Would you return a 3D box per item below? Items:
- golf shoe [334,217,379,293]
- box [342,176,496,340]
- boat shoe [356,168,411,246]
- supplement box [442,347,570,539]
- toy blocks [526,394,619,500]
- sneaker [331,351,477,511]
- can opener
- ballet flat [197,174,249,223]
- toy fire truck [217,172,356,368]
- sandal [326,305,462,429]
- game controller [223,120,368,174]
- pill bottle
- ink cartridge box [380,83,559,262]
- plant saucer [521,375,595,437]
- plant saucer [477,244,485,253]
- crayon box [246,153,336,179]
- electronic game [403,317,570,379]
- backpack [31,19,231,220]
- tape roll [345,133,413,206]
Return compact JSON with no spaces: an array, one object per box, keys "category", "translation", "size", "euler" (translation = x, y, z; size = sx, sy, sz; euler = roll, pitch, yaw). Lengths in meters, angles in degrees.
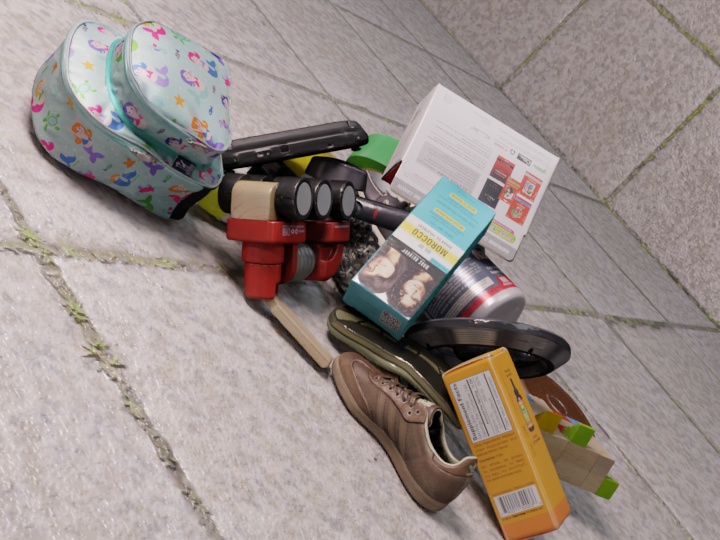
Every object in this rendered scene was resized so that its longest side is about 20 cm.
[{"category":"golf shoe","translation":[0.000,0.000,1.442],"size":[0.095,0.078,0.200],"euler":[61,8,-25]},{"category":"box","translation":[0.071,-0.017,1.331],"size":[0.082,0.049,0.200],"euler":[35,56,9]},{"category":"boat shoe","translation":[0.044,-0.063,1.520],"size":[0.073,0.063,0.200],"euler":[70,-3,-56]},{"category":"supplement box","translation":[0.161,0.190,1.250],"size":[0.067,0.069,0.201],"euler":[-11,81,-66]},{"category":"toy blocks","translation":[0.220,0.201,1.427],"size":[0.200,0.100,0.137],"euler":[24,13,-23]},{"category":"sneaker","translation":[0.050,0.152,1.194],"size":[0.200,0.076,0.070],"euler":[53,21,23]},{"category":"can opener","translation":[0.017,-0.075,1.408],"size":[0.199,0.079,0.063],"euler":[23,16,4]},{"category":"ballet flat","translation":[-0.122,-0.073,1.348],"size":[0.200,0.067,0.067],"euler":[-2,68,-66]},{"category":"toy fire truck","translation":[-0.069,-0.003,1.262],"size":[0.128,0.201,0.176],"euler":[6,4,23]},{"category":"sandal","translation":[0.043,0.114,1.297],"size":[0.201,0.057,0.080],"euler":[35,23,10]},{"category":"game controller","translation":[-0.092,-0.154,1.416],"size":[0.104,0.199,0.042],"euler":[-168,-113,-70]},{"category":"pill bottle","translation":[0.118,0.008,1.552],"size":[0.200,0.120,0.119],"euler":[48,19,25]},{"category":"ink cartridge box","translation":[0.140,-0.119,1.536],"size":[0.200,0.176,0.084],"euler":[31,-22,-9]},{"category":"plant saucer","translation":[0.263,0.198,1.584],"size":[0.200,0.037,0.201],"euler":[37,21,-17]},{"category":"plant saucer","translation":[0.172,0.011,1.636],"size":[0.070,0.019,0.201],"euler":[81,8,-71]},{"category":"crayon box","translation":[-0.067,-0.122,1.564],"size":[0.127,0.051,0.200],"euler":[44,20,1]},{"category":"electronic game","translation":[0.150,0.091,1.357],"size":[0.200,0.200,0.042],"euler":[24,66,-43]},{"category":"backpack","translation":[-0.234,-0.168,1.185],"size":[0.200,0.151,0.178],"euler":[22,45,-30]},{"category":"tape roll","translation":[0.069,-0.113,1.667],"size":[0.200,0.048,0.201],"euler":[38,-16,13]}]
